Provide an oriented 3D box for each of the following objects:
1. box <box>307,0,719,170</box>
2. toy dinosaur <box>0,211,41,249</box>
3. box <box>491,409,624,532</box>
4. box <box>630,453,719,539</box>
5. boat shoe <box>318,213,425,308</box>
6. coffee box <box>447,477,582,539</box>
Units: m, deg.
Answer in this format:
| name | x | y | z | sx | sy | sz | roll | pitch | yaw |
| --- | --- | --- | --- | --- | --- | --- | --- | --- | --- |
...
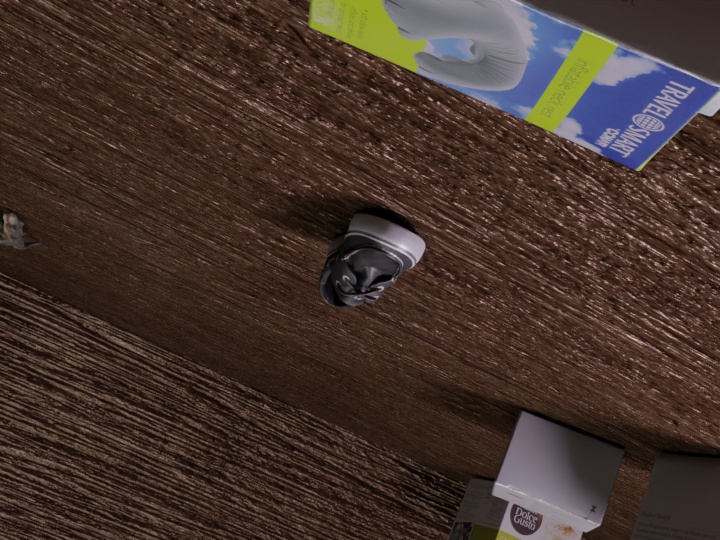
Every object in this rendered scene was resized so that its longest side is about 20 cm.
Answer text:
| name | x | y | z | sx | sy | sz | roll | pitch | yaw |
| --- | --- | --- | --- | --- | --- | --- | --- | --- | --- |
| box | 0.076 | -0.108 | 0.544 | 0.198 | 0.048 | 0.122 | 23 | 168 | 1 |
| toy dinosaur | -0.540 | -0.058 | 1.878 | 0.087 | 0.048 | 0.200 | 17 | 172 | -5 |
| box | 0.270 | 0.281 | 1.723 | 0.151 | 0.107 | 0.200 | 21 | 168 | 9 |
| box | 0.453 | 0.334 | 1.468 | 0.197 | 0.173 | 0.200 | 25 | 167 | -14 |
| boat shoe | 0.000 | 0.000 | 1.095 | 0.069 | 0.067 | 0.200 | 25 | 168 | -13 |
| coffee box | 0.329 | 0.579 | 2.680 | 0.198 | 0.200 | 0.200 | 27 | 165 | -19 |
